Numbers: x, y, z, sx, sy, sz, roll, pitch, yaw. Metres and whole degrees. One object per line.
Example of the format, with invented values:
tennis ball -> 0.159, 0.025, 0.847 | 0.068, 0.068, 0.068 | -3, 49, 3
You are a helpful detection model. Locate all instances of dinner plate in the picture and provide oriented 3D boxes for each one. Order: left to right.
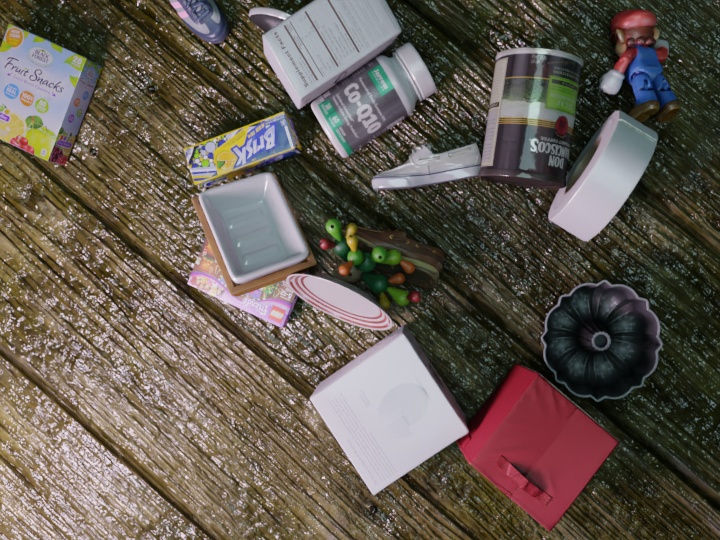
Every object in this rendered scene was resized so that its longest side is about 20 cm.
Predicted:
dinner plate -> -0.033, 0.048, 1.132 | 0.197, 0.201, 0.025 | 21, 72, 5

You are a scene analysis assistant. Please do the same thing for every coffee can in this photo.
coffee can -> 0.281, -0.247, 1.097 | 0.144, 0.146, 0.204 | 8, 94, 6

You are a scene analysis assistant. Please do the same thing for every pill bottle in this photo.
pill bottle -> 0.023, -0.295, 1.138 | 0.198, 0.113, 0.114 | -33, 89, 7

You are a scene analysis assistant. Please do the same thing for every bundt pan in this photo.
bundt pan -> 0.406, 0.117, 1.139 | 0.198, 0.076, 0.206 | 0, 93, 6

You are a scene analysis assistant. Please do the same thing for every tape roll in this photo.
tape roll -> 0.386, -0.152, 1.063 | 0.070, 0.202, 0.204 | 31, 96, 4

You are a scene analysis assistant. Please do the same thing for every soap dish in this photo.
soap dish -> -0.186, -0.060, 1.145 | 0.155, 0.082, 0.202 | -20, 67, -18

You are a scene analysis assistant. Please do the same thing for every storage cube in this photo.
storage cube -> 0.285, 0.284, 1.106 | 0.170, 0.200, 0.181 | 39, 90, 3

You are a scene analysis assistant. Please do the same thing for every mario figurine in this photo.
mario figurine -> 0.458, -0.336, 1.098 | 0.105, 0.123, 0.203 | -20, 69, 37

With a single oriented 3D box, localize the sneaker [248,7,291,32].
sneaker -> -0.121, -0.386, 1.169 | 0.198, 0.071, 0.100 | 26, 91, 0

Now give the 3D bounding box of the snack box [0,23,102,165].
snack box -> -0.599, -0.325, 1.228 | 0.166, 0.068, 0.203 | 23, 94, 5

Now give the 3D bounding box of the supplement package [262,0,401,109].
supplement package -> -0.050, -0.376, 1.086 | 0.199, 0.117, 0.118 | -34, 99, -3

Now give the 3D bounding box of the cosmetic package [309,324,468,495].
cosmetic package -> 0.052, 0.239, 1.161 | 0.199, 0.123, 0.201 | -34, 89, 6

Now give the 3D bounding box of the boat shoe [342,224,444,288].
boat shoe -> 0.056, -0.037, 1.180 | 0.198, 0.072, 0.068 | 23, 62, 12

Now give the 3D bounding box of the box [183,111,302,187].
box -> -0.210, -0.216, 1.193 | 0.197, 0.064, 0.071 | -19, 91, 7

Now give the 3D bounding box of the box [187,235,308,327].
box -> -0.202, 0.001, 1.217 | 0.197, 0.039, 0.139 | 23, 96, 4

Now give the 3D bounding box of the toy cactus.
toy cactus -> 0.000, 0.000, 1.136 | 0.199, 0.164, 0.103 | 34, 66, -18

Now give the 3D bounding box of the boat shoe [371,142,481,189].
boat shoe -> 0.114, -0.185, 1.157 | 0.196, 0.071, 0.071 | -9, 93, 3

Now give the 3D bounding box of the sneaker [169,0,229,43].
sneaker -> -0.316, -0.493, 1.179 | 0.070, 0.082, 0.200 | -42, 89, 6
